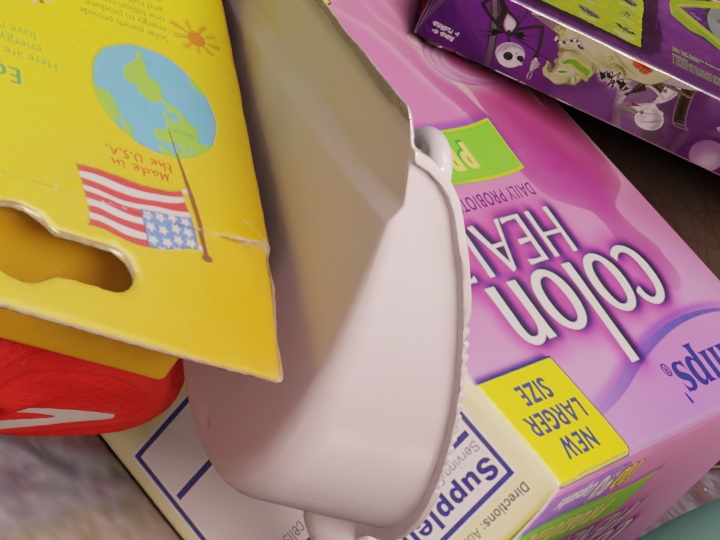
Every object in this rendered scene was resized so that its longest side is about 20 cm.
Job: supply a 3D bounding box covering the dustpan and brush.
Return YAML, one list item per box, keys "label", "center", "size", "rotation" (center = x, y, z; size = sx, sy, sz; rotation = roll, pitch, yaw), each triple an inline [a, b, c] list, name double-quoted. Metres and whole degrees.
- label: "dustpan and brush"
  center: [-0.008, 0.031, 0.613]
  size: [0.057, 0.201, 0.140]
  rotation: [5, 26, -22]

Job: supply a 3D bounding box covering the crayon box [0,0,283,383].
- label: "crayon box"
  center: [-0.093, -0.055, 0.583]
  size: [0.127, 0.051, 0.200]
  rotation: [18, 42, -31]

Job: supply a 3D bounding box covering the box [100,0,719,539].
- label: "box"
  center: [0.000, 0.000, 0.753]
  size: [0.200, 0.097, 0.176]
  rotation: [50, 27, 14]

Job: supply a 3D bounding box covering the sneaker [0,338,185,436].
- label: "sneaker"
  center: [-0.120, 0.031, 0.586]
  size: [0.200, 0.077, 0.085]
  rotation: [5, 56, -42]

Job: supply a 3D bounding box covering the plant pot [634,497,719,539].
- label: "plant pot"
  center: [0.109, 0.141, 0.619]
  size: [0.200, 0.161, 0.201]
  rotation: [33, 27, -19]

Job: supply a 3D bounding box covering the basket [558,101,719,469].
- label: "basket"
  center: [0.102, -0.049, 0.935]
  size: [0.200, 0.136, 0.180]
  rotation: [50, 14, 24]

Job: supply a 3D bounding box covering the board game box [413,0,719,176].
- label: "board game box"
  center: [0.115, -0.065, 0.818]
  size: [0.199, 0.032, 0.120]
  rotation: [25, 34, -6]
